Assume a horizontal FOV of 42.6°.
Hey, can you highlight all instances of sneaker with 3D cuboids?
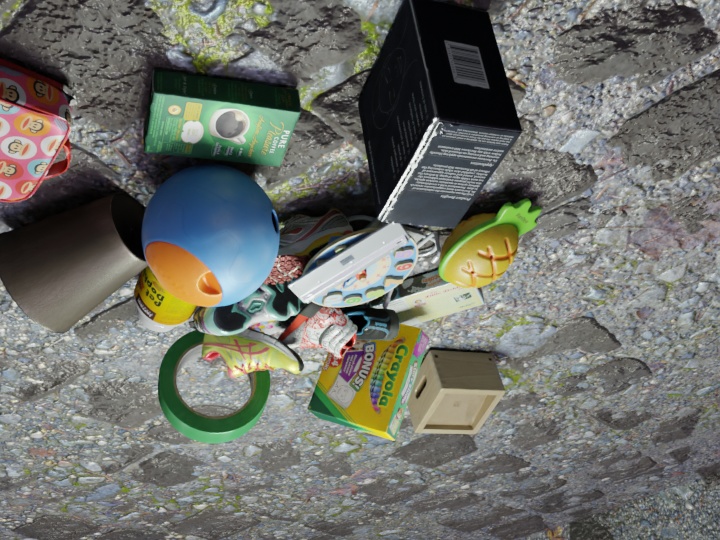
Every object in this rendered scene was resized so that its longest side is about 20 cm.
[{"bbox_3d":[-0.106,-0.040,1.475,0.196,0.083,0.078,-17,148,-4],"label":"sneaker"},{"bbox_3d":[-0.199,0.059,1.559,0.197,0.080,0.139,-13,-178,-38],"label":"sneaker"},{"bbox_3d":[-0.075,0.119,1.617,0.108,0.067,0.202,43,145,0],"label":"sneaker"},{"bbox_3d":[-0.023,0.089,1.670,0.081,0.075,0.197,9,169,-44],"label":"sneaker"},{"bbox_3d":[-0.190,0.150,1.601,0.196,0.092,0.078,18,166,20],"label":"sneaker"}]

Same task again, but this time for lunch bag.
[{"bbox_3d":[-0.455,-0.172,1.188,0.174,0.083,0.199,17,139,-36],"label":"lunch bag"}]

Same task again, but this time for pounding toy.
[{"bbox_3d":[0.176,0.261,2.003,0.180,0.144,0.202,5,135,-22],"label":"pounding toy"}]

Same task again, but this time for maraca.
[{"bbox_3d":[0.213,-0.046,1.531,0.199,0.108,0.136,-41,151,20],"label":"maraca"}]

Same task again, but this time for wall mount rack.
[{"bbox_3d":[0.038,-0.017,1.560,0.197,0.076,0.173,15,142,-31],"label":"wall mount rack"}]

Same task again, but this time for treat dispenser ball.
[{"bbox_3d":[-0.214,-0.050,1.325,0.196,0.205,0.202,-6,148,-4],"label":"treat dispenser ball"}]

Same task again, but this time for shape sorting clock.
[{"bbox_3d":[0.000,0.000,1.470,0.195,0.040,0.202,-12,147,-8],"label":"shape sorting clock"}]

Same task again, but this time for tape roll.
[{"bbox_3d":[-0.258,0.201,1.634,0.196,0.204,0.048,1,148,-15],"label":"tape roll"}]

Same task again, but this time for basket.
[{"bbox_3d":[-0.416,-0.023,1.388,0.197,0.137,0.182,-26,117,17],"label":"basket"}]

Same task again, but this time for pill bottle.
[{"bbox_3d":[-0.303,0.018,1.498,0.107,0.111,0.201,8,144,-24],"label":"pill bottle"}]

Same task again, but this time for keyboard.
[{"bbox_3d":[-0.017,-0.013,1.411,0.198,0.011,0.056,-31,134,10],"label":"keyboard"}]

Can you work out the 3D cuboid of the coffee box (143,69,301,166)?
[{"bbox_3d":[-0.188,-0.201,1.243,0.195,0.045,0.124,3,147,-18],"label":"coffee box"}]

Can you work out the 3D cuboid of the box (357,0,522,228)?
[{"bbox_3d":[0.091,-0.195,1.171,0.121,0.204,0.197,5,146,-22],"label":"box"}]

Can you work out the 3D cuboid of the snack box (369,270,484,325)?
[{"bbox_3d":[0.123,0.051,1.723,0.196,0.038,0.116,-17,148,13],"label":"snack box"}]

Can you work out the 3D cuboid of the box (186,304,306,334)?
[{"bbox_3d":[-0.203,0.070,1.672,0.196,0.042,0.156,-20,145,19],"label":"box"}]

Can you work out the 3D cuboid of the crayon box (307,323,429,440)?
[{"bbox_3d":[0.015,0.191,1.708,0.169,0.204,0.058,10,160,31],"label":"crayon box"}]
